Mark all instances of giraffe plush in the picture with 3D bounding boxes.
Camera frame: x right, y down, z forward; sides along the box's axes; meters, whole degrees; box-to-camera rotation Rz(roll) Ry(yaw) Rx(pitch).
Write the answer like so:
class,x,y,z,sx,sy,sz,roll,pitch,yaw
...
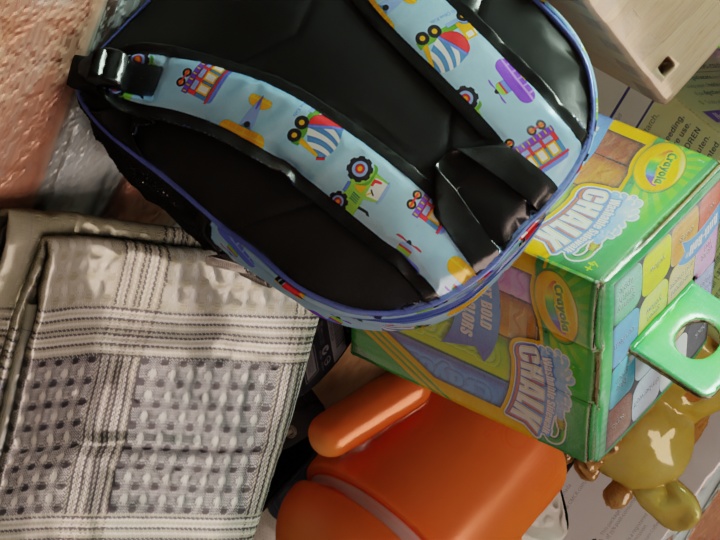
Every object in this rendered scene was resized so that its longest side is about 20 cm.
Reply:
class,x,y,z,sx,sy,sz,roll,pitch,yaw
giraffe plush,0.193,0.065,1.679,0.199,0.173,0.163,2,126,-46

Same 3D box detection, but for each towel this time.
class,x,y,z,sx,sy,sz,roll,pitch,yaw
towel,-0.110,0.072,1.278,0.199,0.034,0.194,7,107,-41

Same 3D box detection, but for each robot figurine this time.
class,x,y,z,sx,sy,sz,roll,pitch,yaw
robot figurine,0.032,0.121,1.511,0.200,0.116,0.144,-48,166,-19

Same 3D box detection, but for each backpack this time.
class,x,y,z,sx,sy,sz,roll,pitch,yaw
backpack,0.004,-0.062,1.201,0.183,0.200,0.135,-47,158,-11

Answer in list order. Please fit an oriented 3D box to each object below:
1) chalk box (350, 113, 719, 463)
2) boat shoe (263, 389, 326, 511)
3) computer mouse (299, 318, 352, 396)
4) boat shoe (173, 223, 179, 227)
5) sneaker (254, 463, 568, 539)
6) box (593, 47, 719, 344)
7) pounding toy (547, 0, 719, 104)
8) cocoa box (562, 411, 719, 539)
class,x,y,z,sx,sy,sz,roll,pitch,yaw
chalk box,0.107,0.002,1.423,0.124,0.199,0.124,-42,144,-40
boat shoe,-0.088,0.141,1.532,0.201,0.063,0.073,-55,157,8
computer mouse,0.000,0.000,1.504,0.200,0.046,0.141,-53,153,-24
boat shoe,-0.102,0.042,1.345,0.200,0.064,0.071,-41,156,-23
sneaker,0.017,0.146,1.679,0.146,0.081,0.199,-25,155,31
box,0.192,-0.059,1.574,0.176,0.200,0.097,-10,136,-59
pounding toy,0.127,-0.194,1.280,0.184,0.200,0.142,-48,130,-5
cocoa box,0.183,0.082,1.834,0.201,0.133,0.131,-56,178,14
